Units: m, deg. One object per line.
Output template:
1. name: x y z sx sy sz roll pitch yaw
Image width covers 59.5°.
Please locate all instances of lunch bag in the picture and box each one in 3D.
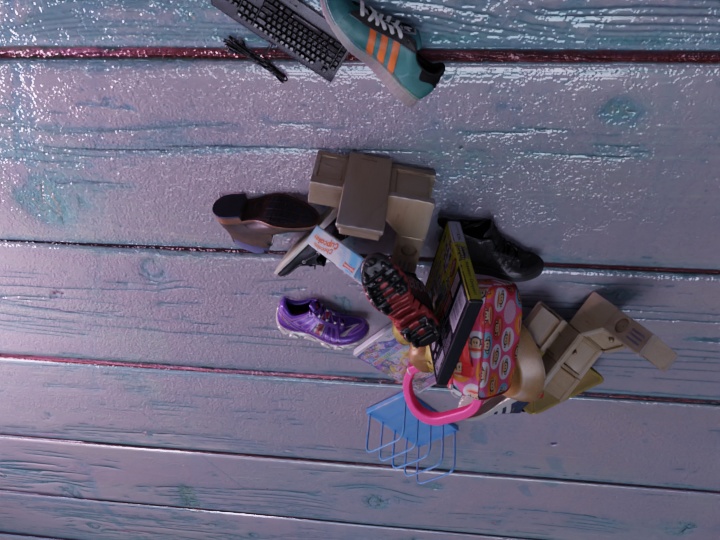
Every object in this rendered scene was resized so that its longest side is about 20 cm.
1. lunch bag: 0.210 0.118 1.084 0.080 0.206 0.174 7 -175 35

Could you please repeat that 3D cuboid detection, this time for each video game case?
1. video game case: 0.102 0.195 1.384 0.198 0.018 0.143 33 131 -22
2. video game case: 0.144 0.052 1.036 0.025 0.183 0.203 3 134 -10

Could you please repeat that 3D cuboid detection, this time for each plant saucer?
1. plant saucer: 0.374 0.212 1.336 0.198 0.049 0.199 32 131 -22
2. plant saucer: 0.270 0.167 1.215 0.035 0.201 0.203 -23 142 -24

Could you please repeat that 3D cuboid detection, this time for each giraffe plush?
1. giraffe plush: 0.148 0.134 1.202 0.198 0.164 0.172 -32 121 30

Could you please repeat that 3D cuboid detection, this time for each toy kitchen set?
1. toy kitchen set: 0.008 -0.060 1.024 0.195 0.166 0.183 10 137 -1
2. toy kitchen set: 0.399 0.149 1.123 0.162 0.181 0.202 33 99 -25

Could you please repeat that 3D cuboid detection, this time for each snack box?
1. snack box: 0.000 0.000 1.073 0.115 0.037 0.200 35 179 32

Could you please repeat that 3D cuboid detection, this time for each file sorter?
1. file sorter: 0.124 0.411 1.525 0.199 0.125 0.138 37 130 -27

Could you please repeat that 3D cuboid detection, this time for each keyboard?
1. keyboard: -0.120 -0.328 0.888 0.197 0.021 0.127 28 132 -18

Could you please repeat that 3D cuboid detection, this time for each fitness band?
1. fitness band: 0.173 0.251 1.333 0.198 0.037 0.146 -26 90 38

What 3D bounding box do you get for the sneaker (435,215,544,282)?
1. sneaker: 0.226 -0.042 1.093 0.194 0.061 0.106 6 139 7

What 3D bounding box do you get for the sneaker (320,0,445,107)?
1. sneaker: 0.035 -0.313 0.847 0.079 0.072 0.199 -34 127 30

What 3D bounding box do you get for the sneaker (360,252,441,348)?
1. sneaker: 0.059 0.033 1.006 0.070 0.099 0.201 -29 127 17

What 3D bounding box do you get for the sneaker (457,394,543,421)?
1. sneaker: 0.298 0.279 1.331 0.084 0.076 0.198 30 137 -31

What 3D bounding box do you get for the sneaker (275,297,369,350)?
1. sneaker: -0.077 0.102 1.278 0.195 0.082 0.085 9 131 1

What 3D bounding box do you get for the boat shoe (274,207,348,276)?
1. boat shoe: -0.081 -0.038 1.137 0.066 0.075 0.199 40 119 -14

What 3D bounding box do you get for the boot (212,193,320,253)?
1. boot: -0.158 -0.080 1.118 0.195 0.076 0.098 9 147 15
